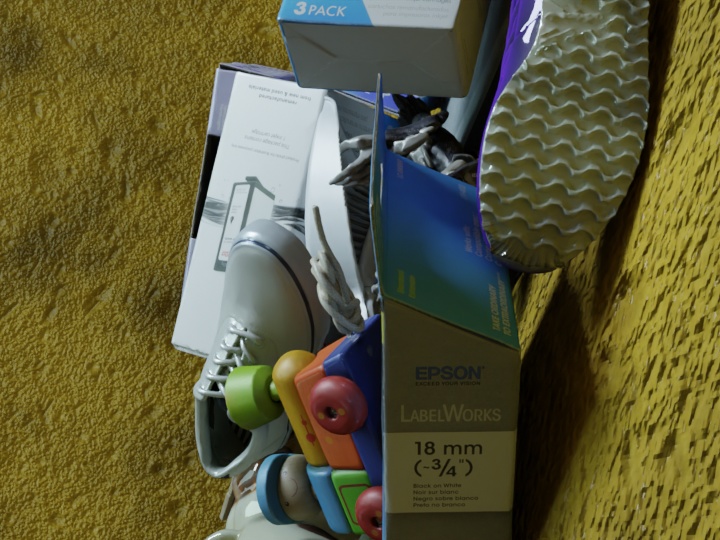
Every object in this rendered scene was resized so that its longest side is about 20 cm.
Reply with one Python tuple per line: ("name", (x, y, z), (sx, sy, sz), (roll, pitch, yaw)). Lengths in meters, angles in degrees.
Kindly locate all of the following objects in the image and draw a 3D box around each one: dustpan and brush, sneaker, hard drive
("dustpan and brush", (0.000, 0.000, 0.891), (0.140, 0.057, 0.202), (61, -144, -48))
("sneaker", (0.099, -0.091, 0.639), (0.100, 0.069, 0.202), (76, -155, -79))
("sneaker", (-0.067, 0.060, 0.854), (0.071, 0.072, 0.201), (-47, -27, -41))
("hard drive", (0.095, -0.154, 0.936), (0.201, 0.033, 0.141), (112, 171, -50))

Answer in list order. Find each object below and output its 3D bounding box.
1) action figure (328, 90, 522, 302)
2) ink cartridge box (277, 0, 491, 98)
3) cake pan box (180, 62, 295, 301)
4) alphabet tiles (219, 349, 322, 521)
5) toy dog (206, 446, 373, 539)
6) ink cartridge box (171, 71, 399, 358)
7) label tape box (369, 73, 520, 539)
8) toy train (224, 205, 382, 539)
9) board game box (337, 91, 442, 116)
("action figure", (0.037, -0.040, 0.828), (0.120, 0.101, 0.200), (63, 180, -17))
("ink cartridge box", (0.030, -0.212, 0.876), (0.068, 0.114, 0.202), (71, -151, -55))
("cake pan box", (-0.096, -0.074, 1.109), (0.200, 0.052, 0.186), (-67, -14, -82))
("alphabet tiles", (-0.029, 0.118, 1.041), (0.165, 0.006, 0.201), (-24, -33, -38))
("toy dog", (-0.051, 0.202, 0.907), (0.200, 0.138, 0.195), (-88, 22, -67))
("ink cartridge box", (-0.047, -0.027, 0.997), (0.146, 0.084, 0.202), (10, -87, -63))
("label tape box", (0.039, 0.028, 0.633), (0.145, 0.062, 0.202), (-87, -4, -60))
("toy train", (-0.031, 0.062, 0.782), (0.085, 0.115, 0.202), (-44, -63, -52))
("board game box", (0.045, -0.232, 1.049), (0.159, 0.096, 0.202), (-36, -34, -72))
